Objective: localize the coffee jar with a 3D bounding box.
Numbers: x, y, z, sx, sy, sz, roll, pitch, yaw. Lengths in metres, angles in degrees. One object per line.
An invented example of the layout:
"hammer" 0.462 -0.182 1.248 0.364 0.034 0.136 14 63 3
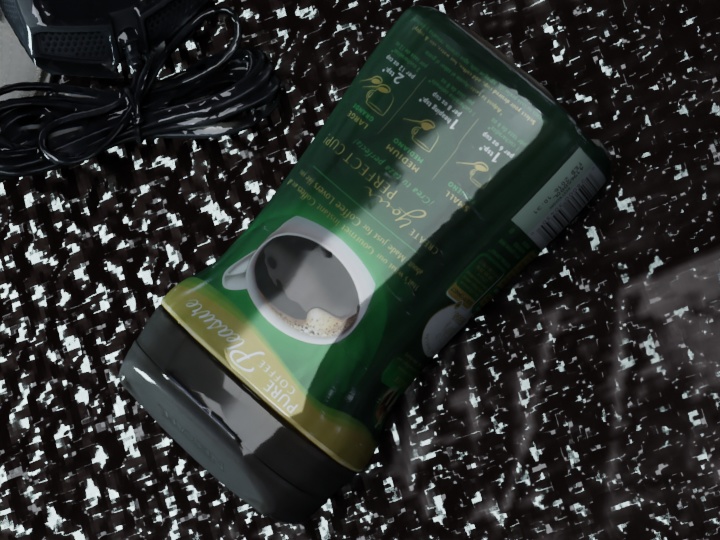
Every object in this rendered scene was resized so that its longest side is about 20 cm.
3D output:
"coffee jar" 0.000 0.000 0.976 0.104 0.085 0.200 41 90 19

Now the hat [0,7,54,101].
"hat" -0.239 -0.101 1.076 0.200 0.081 0.201 -4 75 16

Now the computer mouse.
"computer mouse" -0.125 -0.136 1.059 0.138 0.053 0.200 -14 76 -13

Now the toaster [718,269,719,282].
"toaster" 0.201 -0.039 0.911 0.129 0.114 0.201 -1 75 14
